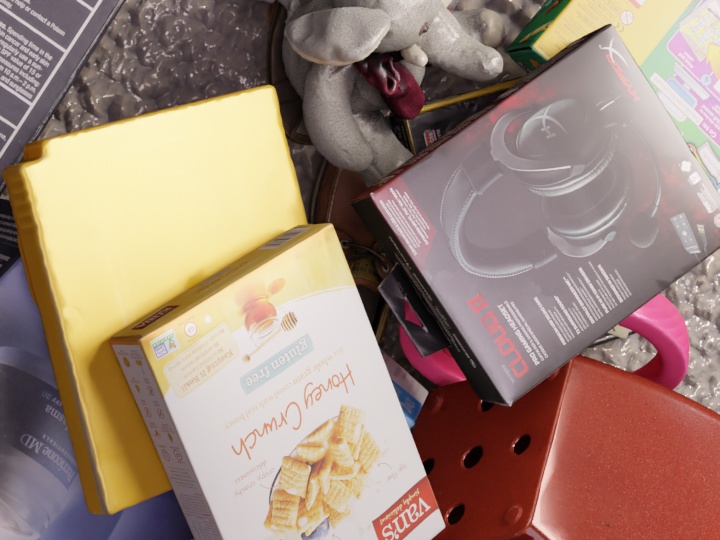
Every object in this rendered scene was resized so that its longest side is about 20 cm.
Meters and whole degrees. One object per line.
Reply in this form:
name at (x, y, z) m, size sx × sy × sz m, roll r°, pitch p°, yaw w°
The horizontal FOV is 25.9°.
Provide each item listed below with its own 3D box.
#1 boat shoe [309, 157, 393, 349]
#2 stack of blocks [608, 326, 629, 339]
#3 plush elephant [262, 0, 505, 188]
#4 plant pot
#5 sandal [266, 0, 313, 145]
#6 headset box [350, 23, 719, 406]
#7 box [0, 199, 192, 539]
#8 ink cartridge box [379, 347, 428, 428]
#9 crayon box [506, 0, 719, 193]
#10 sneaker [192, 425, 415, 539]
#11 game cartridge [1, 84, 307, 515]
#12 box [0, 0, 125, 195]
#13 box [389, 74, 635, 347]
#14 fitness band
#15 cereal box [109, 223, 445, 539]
boat shoe at (0.000, 0.000, 1.095) m, size 0.071 × 0.068 × 0.203 m, roll 4°, pitch 94°, yaw -13°
stack of blocks at (0.157, -0.068, 1.080) m, size 0.114 × 0.059 × 0.202 m, roll 20°, pitch 90°, yaw -13°
plush elephant at (0.022, -0.151, 0.986) m, size 0.199 × 0.154 × 0.166 m, roll 37°, pitch 74°, yaw -18°
plant pot at (0.126, 0.167, 1.020) m, size 0.176 × 0.199 × 0.201 m, roll 41°, pitch 51°, yaw -26°
sandal at (-0.038, -0.184, 1.081) m, size 0.081 × 0.055 × 0.203 m, roll -6°, pitch 82°, yaw -21°
headset box at (0.102, -0.027, 0.939) m, size 0.199 × 0.077 × 0.150 m, roll -35°, pitch 95°, yaw -9°
box at (-0.196, 0.102, 0.914) m, size 0.199 × 0.123 × 0.200 m, roll -49°, pitch 118°, yaw -16°
ink cartridge box at (-0.054, 0.044, 1.008) m, size 0.200 × 0.115 × 0.068 m, roll 42°, pitch 98°, yaw 1°
crayon box at (0.209, -0.123, 1.027) m, size 0.200 × 0.058 × 0.119 m, roll 41°, pitch 85°, yaw -12°
sneaker at (-0.034, 0.145, 1.084) m, size 0.198 × 0.084 × 0.076 m, roll -19°, pitch 98°, yaw -22°
game cartridge at (-0.099, 0.012, 0.876) m, size 0.175 × 0.032 × 0.203 m, roll -18°, pitch 98°, yaw -38°
box at (-0.267, -0.172, 0.991) m, size 0.199 × 0.123 × 0.200 m, roll 34°, pitch 89°, yaw -15°
box at (0.122, -0.037, 1.130) m, size 0.158 × 0.049 × 0.203 m, roll -16°, pitch 98°, yaw -12°
fitness band at (0.122, 0.046, 1.046) m, size 0.198 × 0.144 × 0.038 m, roll 18°, pitch 52°, yaw -12°
cereal box at (-0.040, 0.094, 0.875) m, size 0.143 × 0.039 × 0.202 m, roll -33°, pitch 109°, yaw -35°
